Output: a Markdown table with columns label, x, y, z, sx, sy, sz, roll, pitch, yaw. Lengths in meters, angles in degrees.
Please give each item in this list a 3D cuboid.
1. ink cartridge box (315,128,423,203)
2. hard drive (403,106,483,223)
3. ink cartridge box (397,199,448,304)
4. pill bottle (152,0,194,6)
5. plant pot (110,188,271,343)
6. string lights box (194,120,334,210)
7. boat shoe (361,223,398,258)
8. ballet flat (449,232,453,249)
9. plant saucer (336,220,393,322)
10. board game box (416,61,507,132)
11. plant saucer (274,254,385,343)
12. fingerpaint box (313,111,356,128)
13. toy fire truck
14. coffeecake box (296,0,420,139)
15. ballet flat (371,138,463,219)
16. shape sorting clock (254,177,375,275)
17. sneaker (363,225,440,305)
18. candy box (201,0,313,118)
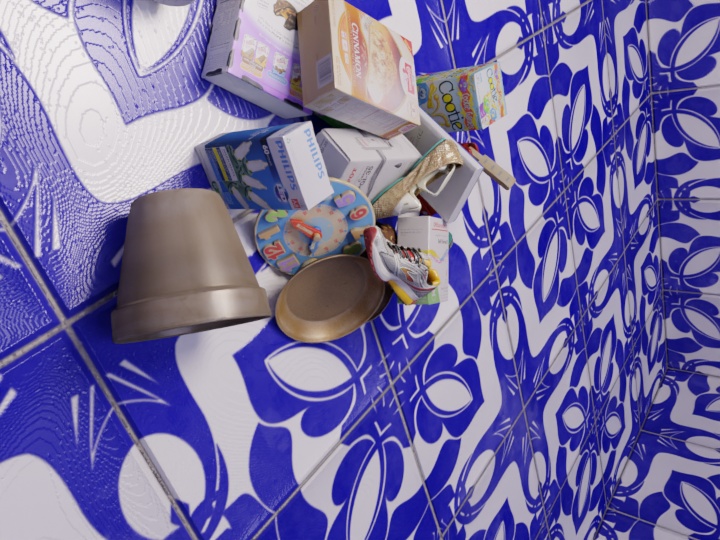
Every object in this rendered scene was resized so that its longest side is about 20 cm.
| label | x | y | z | sx | sy | sz | roll | pitch | yaw |
| --- | --- | --- | --- | --- | --- | --- | --- | --- | --- |
| ink cartridge box | -0.007 | -0.162 | 0.981 | 0.199 | 0.083 | 0.147 | -15 | 148 | -47 |
| hard drive | 0.133 | -0.204 | 1.068 | 0.025 | 0.200 | 0.132 | -20 | 149 | -35 |
| ink cartridge box | 0.120 | -0.040 | 1.074 | 0.117 | 0.067 | 0.202 | -4 | 94 | -63 |
| pill bottle | -0.236 | -0.455 | 0.712 | 0.111 | 0.110 | 0.202 | 21 | 79 | -48 |
| plant pot | -0.227 | -0.007 | 0.741 | 0.199 | 0.199 | 0.175 | -2 | 81 | -48 |
| string lights box | -0.138 | -0.143 | 0.796 | 0.059 | 0.199 | 0.104 | -39 | 122 | -38 |
| boat shoe | 0.030 | -0.056 | 1.052 | 0.200 | 0.071 | 0.068 | 33 | 63 | -53 |
| ballet flat | 0.137 | -0.025 | 1.234 | 0.200 | 0.074 | 0.075 | -34 | 119 | -44 |
| plant saucer | 0.000 | 0.000 | 1.097 | 0.199 | 0.034 | 0.203 | -9 | 102 | -48 |
| board game box | 0.172 | -0.336 | 1.124 | 0.103 | 0.199 | 0.106 | -36 | 120 | -40 |
| plant saucer | -0.054 | 0.042 | 0.976 | 0.198 | 0.036 | 0.201 | -14 | 134 | -15 |
| fingerpaint box | -0.006 | -0.336 | 1.016 | 0.199 | 0.073 | 0.169 | 20 | 81 | -49 |
| toy fire truck | 0.197 | -0.192 | 1.170 | 0.129 | 0.199 | 0.177 | 48 | 60 | -40 |
| coffeecake box | 0.001 | -0.312 | 0.890 | 0.199 | 0.073 | 0.155 | 6 | 74 | -47 |
| ballet flat | 0.098 | -0.144 | 0.986 | 0.200 | 0.065 | 0.070 | -43 | 165 | 9 |
| shape sorting clock | -0.072 | -0.063 | 0.917 | 0.200 | 0.199 | 0.039 | 45 | 22 | -41 |
| sneaker | 0.069 | -0.019 | 0.941 | 0.200 | 0.082 | 0.078 | 42 | 27 | -49 |
| candy box | -0.137 | -0.361 | 0.867 | 0.167 | 0.071 | 0.202 | 15 | 84 | -48 |
